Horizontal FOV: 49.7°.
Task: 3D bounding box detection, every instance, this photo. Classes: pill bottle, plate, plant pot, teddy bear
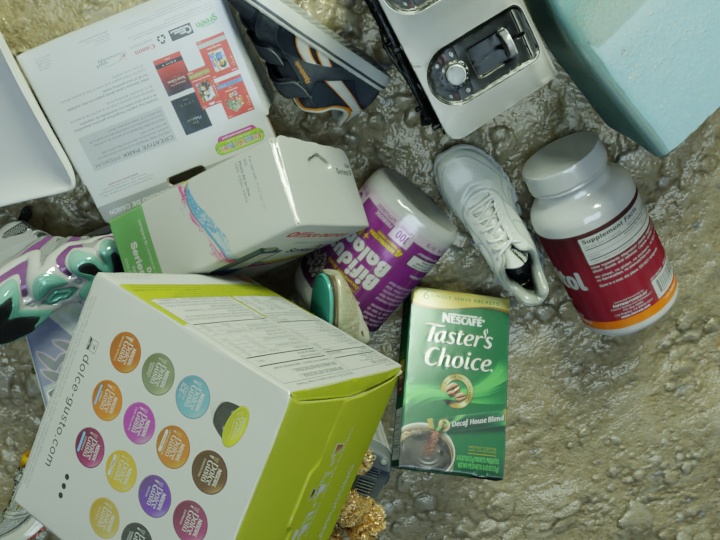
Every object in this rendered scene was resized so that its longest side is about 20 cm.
[{"bbox_3d":[0.000,0.000,0.828,0.112,0.113,0.201,35,107,-17],"label":"pill bottle"},{"bbox_3d":[-0.379,-0.157,0.747,0.198,0.032,0.202,-8,117,28],"label":"plate"},{"bbox_3d":[0.251,-0.039,0.826,0.112,0.113,0.201,-29,112,9],"label":"pill bottle"},{"bbox_3d":[0.251,-0.256,0.692,0.200,0.197,0.196,42,106,-11],"label":"plant pot"},{"bbox_3d":[-0.051,0.226,0.801,0.143,0.067,0.202,-4,121,12],"label":"teddy bear"}]

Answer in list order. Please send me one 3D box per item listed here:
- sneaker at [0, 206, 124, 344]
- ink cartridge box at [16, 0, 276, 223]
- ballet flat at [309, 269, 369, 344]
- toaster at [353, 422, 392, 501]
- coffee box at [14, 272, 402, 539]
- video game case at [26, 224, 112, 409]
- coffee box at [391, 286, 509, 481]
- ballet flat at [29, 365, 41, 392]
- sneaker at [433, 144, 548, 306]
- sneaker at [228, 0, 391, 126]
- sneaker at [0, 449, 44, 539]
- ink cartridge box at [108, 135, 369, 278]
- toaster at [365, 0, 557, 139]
[{"bbox_3d":[-0.315,-0.022,0.800,0.198,0.140,0.078,-22,142,-20],"label":"sneaker"},{"bbox_3d":[-0.192,-0.166,0.756,0.197,0.084,0.177,-19,113,5],"label":"ink cartridge box"},{"bbox_3d":[-0.022,0.075,0.779,0.062,0.068,0.202,-7,132,-22],"label":"ballet flat"},{"bbox_3d":[-0.061,0.191,0.901,0.198,0.130,0.115,19,111,-12],"label":"toaster"},{"bbox_3d":[-0.115,0.132,0.643,0.196,0.199,0.202,27,100,23],"label":"coffee box"},{"bbox_3d":[-0.265,0.047,0.831,0.198,0.023,0.184,-21,80,7],"label":"video game case"},{"bbox_3d":[0.102,0.123,0.866,0.121,0.044,0.203,8,73,-6],"label":"coffee box"},{"bbox_3d":[-0.292,0.080,0.876,0.199,0.070,0.070,-34,112,12],"label":"ballet flat"},{"bbox_3d":[0.147,-0.047,0.835,0.075,0.081,0.201,-32,111,13],"label":"sneaker"},{"bbox_3d":[-0.061,-0.201,0.728,0.199,0.079,0.080,27,112,-38],"label":"sneaker"},{"bbox_3d":[-0.392,0.259,0.949,0.200,0.078,0.082,-42,107,4],"label":"sneaker"},{"bbox_3d":[-0.113,-0.046,0.746,0.198,0.145,0.089,-23,83,25],"label":"ink cartridge box"},{"bbox_3d":[0.074,-0.227,0.698,0.118,0.200,0.182,-28,105,6],"label":"toaster"}]
